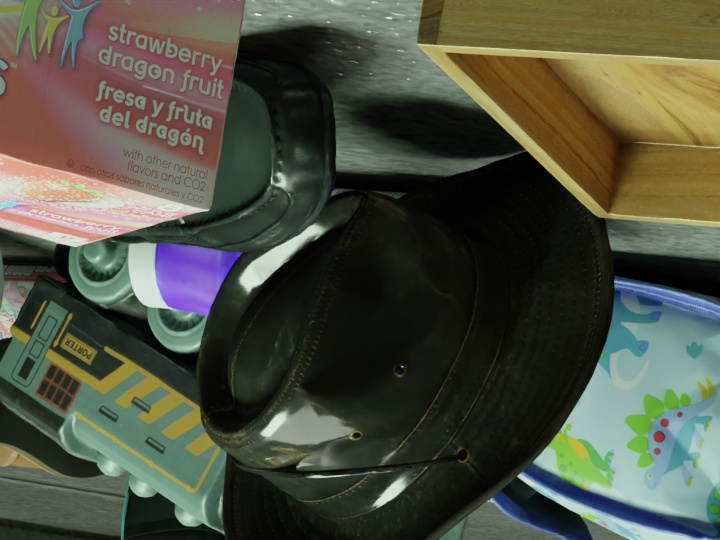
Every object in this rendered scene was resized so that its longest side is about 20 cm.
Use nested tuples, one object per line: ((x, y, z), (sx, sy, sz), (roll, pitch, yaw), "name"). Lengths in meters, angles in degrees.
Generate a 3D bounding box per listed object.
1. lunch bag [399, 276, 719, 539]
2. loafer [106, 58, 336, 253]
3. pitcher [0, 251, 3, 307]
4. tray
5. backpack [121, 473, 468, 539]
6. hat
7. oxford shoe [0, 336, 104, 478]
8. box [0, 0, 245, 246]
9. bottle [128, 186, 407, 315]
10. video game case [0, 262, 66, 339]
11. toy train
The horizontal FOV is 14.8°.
((0.115, 0.063, 1.272), (0.199, 0.128, 0.170), (19, 176, 23), "lunch bag")
((-0.071, -0.039, 1.011), (0.070, 0.069, 0.200), (-2, 179, -28), "loafer")
((-0.256, 0.024, 1.253), (0.121, 0.172, 0.200), (51, 155, -18), "pitcher")
((0.098, -0.055, 0.887), (0.098, 0.037, 0.200), (5, 169, 22), "tray")
((-0.037, 0.131, 1.575), (0.199, 0.177, 0.153), (3, 163, 44), "backpack")
((-0.006, 0.023, 1.019), (0.081, 0.201, 0.200), (36, 156, -30), "hat")
((-0.189, 0.066, 1.403), (0.071, 0.072, 0.200), (-5, 167, 34), "oxford shoe")
((-0.143, -0.079, 0.811), (0.199, 0.095, 0.102), (15, 168, -27), "box")
((0.000, 0.000, 1.164), (0.199, 0.066, 0.084), (5, 167, 23), "bottle")
((-0.153, 0.053, 1.494), (0.199, 0.017, 0.143), (2, 133, 34), "video game case")
((-0.078, 0.051, 1.268), (0.200, 0.114, 0.085), (30, -177, 33), "toy train")
